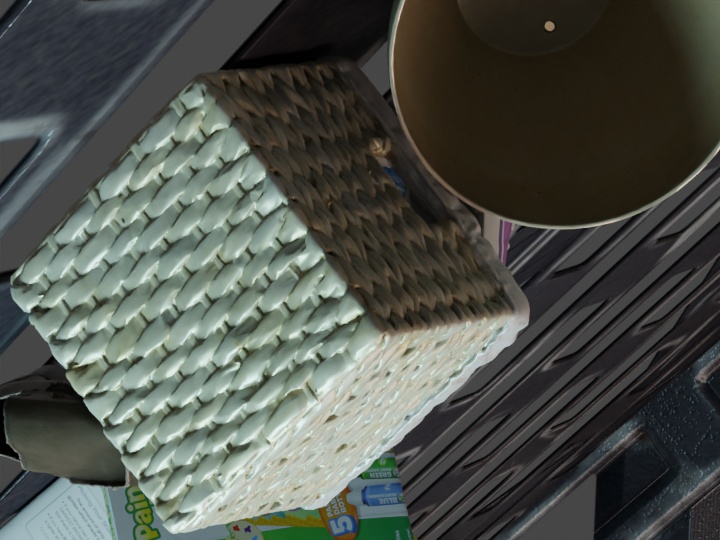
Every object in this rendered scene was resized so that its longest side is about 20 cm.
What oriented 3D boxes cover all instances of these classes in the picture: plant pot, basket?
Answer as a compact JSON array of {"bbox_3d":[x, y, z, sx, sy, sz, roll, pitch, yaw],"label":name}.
[{"bbox_3d":[0.107,-0.141,1.414,0.200,0.200,0.135,-40,-157,12],"label":"plant pot"},{"bbox_3d":[-0.052,0.013,1.435,0.200,0.199,0.160,-43,164,26],"label":"basket"}]

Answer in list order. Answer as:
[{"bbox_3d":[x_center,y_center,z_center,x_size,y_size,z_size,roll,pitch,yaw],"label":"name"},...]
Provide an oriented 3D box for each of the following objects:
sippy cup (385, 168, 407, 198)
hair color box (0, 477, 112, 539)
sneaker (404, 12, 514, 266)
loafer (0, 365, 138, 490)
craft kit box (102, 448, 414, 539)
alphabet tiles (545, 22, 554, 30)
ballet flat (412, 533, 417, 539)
[{"bbox_3d":[0.000,0.000,1.583,0.130,0.139,0.179,-106,-140,-81],"label":"sippy cup"},{"bbox_3d":[-0.168,0.177,1.905,0.200,0.099,0.061,-40,166,11],"label":"hair color box"},{"bbox_3d":[0.087,-0.056,1.519,0.114,0.202,0.072,13,167,-43],"label":"sneaker"},{"bbox_3d":[-0.177,0.101,1.545,0.071,0.074,0.200,-16,-173,-30],"label":"loafer"},{"bbox_3d":[-0.072,0.148,1.705,0.196,0.202,0.049,-11,162,-9],"label":"craft kit box"},{"bbox_3d":[0.138,-0.170,1.561,0.194,0.015,0.200,-4,155,-20],"label":"alphabet tiles"},{"bbox_3d":[0.025,0.368,3.146,0.067,0.067,0.199,-19,-179,44],"label":"ballet flat"}]
